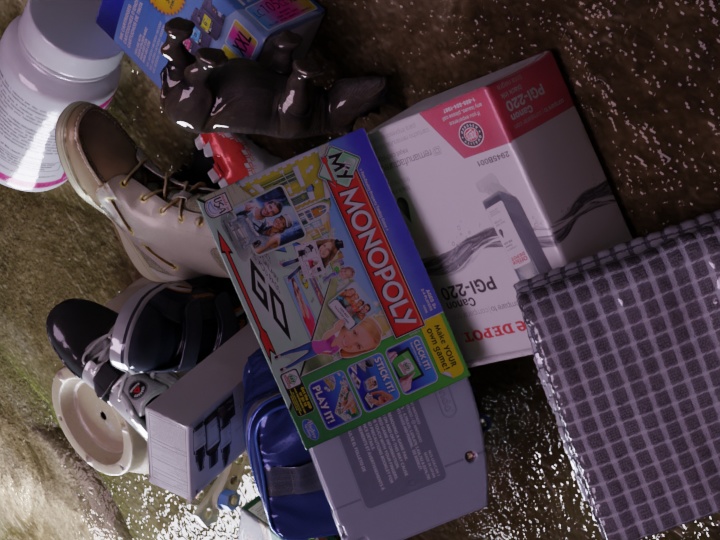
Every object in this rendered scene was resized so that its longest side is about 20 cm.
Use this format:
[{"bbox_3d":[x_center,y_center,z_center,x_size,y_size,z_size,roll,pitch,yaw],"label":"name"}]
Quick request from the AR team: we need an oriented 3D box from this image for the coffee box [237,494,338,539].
[{"bbox_3d":[-0.041,0.320,1.504,0.200,0.044,0.123,31,131,28],"label":"coffee box"}]

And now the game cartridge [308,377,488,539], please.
[{"bbox_3d":[0.018,0.102,1.144,0.040,0.133,0.200,-155,45,-87],"label":"game cartridge"}]

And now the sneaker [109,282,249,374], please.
[{"bbox_3d":[-0.148,0.051,1.343,0.079,0.200,0.078,15,102,16],"label":"sneaker"}]

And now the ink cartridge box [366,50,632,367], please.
[{"bbox_3d":[0.108,-0.040,1.113,0.146,0.085,0.200,-17,103,49],"label":"ink cartridge box"}]

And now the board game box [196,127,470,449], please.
[{"bbox_3d":[-0.020,0.013,1.108,0.029,0.135,0.200,-170,56,-84],"label":"board game box"}]

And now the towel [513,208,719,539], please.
[{"bbox_3d":[0.210,0.077,1.011,0.086,0.166,0.200,-93,-19,-80],"label":"towel"}]

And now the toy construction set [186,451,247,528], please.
[{"bbox_3d":[-0.073,0.194,1.426,0.200,0.092,0.131,1,117,26],"label":"toy construction set"}]

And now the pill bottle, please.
[{"bbox_3d":[-0.290,-0.172,1.408,0.113,0.113,0.200,51,139,10],"label":"pill bottle"}]

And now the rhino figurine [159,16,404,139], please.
[{"bbox_3d":[-0.061,-0.137,1.171,0.087,0.200,0.060,113,156,-43],"label":"rhino figurine"}]

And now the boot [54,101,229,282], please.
[{"bbox_3d":[-0.165,-0.066,1.313,0.155,0.072,0.200,4,136,40],"label":"boot"}]

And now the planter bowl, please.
[{"bbox_3d":[-0.218,0.121,1.495,0.200,0.135,0.200,23,127,34],"label":"planter bowl"}]

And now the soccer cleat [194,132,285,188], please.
[{"bbox_3d":[-0.060,-0.062,1.243,0.200,0.085,0.069,55,175,-18],"label":"soccer cleat"}]

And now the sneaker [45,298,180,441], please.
[{"bbox_3d":[-0.205,0.097,1.374,0.200,0.074,0.089,44,167,-1],"label":"sneaker"}]

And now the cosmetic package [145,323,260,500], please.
[{"bbox_3d":[-0.107,0.110,1.325,0.051,0.200,0.083,21,127,24],"label":"cosmetic package"}]

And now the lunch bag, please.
[{"bbox_3d":[0.006,0.134,1.228,0.132,0.200,0.136,-110,10,-64],"label":"lunch bag"}]

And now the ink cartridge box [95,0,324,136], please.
[{"bbox_3d":[-0.139,-0.221,1.260,0.200,0.076,0.136,47,138,16],"label":"ink cartridge box"}]

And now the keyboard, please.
[{"bbox_3d":[-0.136,-0.056,1.390,0.104,0.040,0.200,36,141,9],"label":"keyboard"}]
